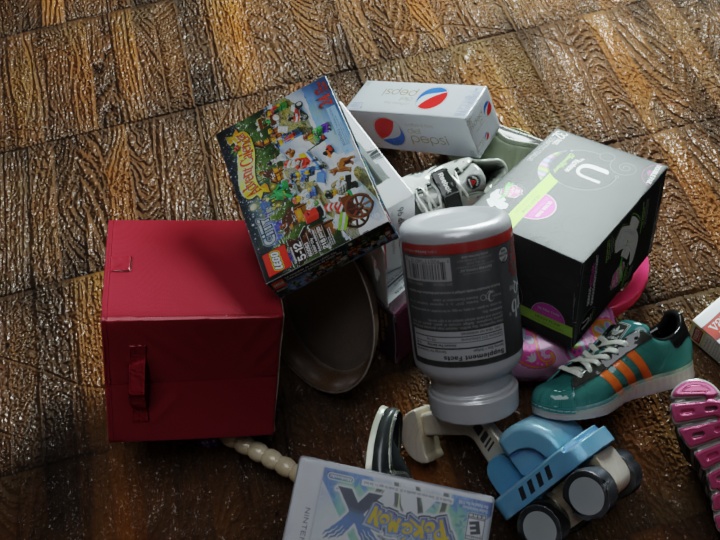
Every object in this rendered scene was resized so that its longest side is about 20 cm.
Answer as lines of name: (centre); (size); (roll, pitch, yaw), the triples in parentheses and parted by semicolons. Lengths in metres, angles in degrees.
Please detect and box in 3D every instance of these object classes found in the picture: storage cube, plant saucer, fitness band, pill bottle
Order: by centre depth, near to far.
pill bottle: (0.105, 0.044, 0.938); (0.114, 0.203, 0.116); (-7, 15, 2)
storage cube: (-0.183, 0.060, 0.998); (0.177, 0.173, 0.201); (0, 36, -11)
plant saucer: (-0.044, 0.038, 1.045); (0.032, 0.202, 0.200); (-20, 52, -40)
fitness band: (0.265, -0.024, 1.144); (0.142, 0.038, 0.201); (-28, 57, -10)

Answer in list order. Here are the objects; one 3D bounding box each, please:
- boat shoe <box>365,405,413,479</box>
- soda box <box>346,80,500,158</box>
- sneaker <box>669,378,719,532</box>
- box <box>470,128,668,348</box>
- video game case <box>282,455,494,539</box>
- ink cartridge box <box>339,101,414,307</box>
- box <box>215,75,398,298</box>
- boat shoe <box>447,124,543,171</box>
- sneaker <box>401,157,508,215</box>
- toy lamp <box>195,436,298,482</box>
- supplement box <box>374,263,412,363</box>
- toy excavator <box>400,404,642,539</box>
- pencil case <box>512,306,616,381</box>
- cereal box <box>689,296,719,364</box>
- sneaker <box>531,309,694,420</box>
boat shoe: (0.037, 0.240, 0.958); (0.067, 0.072, 0.203); (-3, 65, 13)
soda box: (0.079, -0.201, 1.219); (0.198, 0.068, 0.064); (13, 55, 39)
sneaker: (0.381, 0.206, 0.955); (0.073, 0.087, 0.202); (-28, 77, 15)
box: (0.226, -0.042, 1.031); (0.147, 0.125, 0.200); (25, 48, 30)
video game case: (0.018, 0.291, 0.893); (0.197, 0.022, 0.185); (11, 78, 4)
ink cartridge box: (0.004, -0.072, 1.014); (0.067, 0.117, 0.201); (-27, 58, -13)
box: (-0.059, -0.089, 0.947); (0.135, 0.038, 0.202); (-26, 59, 6)
boat shoe: (0.192, -0.154, 1.223); (0.200, 0.073, 0.060); (28, 18, 34)
sneaker: (0.104, -0.100, 1.130); (0.199, 0.088, 0.075); (-29, 91, -40)
toy lamp: (-0.084, 0.210, 1.002); (0.198, 0.059, 0.058); (26, 61, 21)
supplement box: (0.000, 0.000, 1.102); (0.085, 0.111, 0.199); (-40, 62, -22)
toy excavator: (0.157, 0.188, 0.952); (0.099, 0.195, 0.201); (-5, 56, -54)
pencil case: (0.195, 0.092, 1.043); (0.197, 0.088, 0.088); (-4, 55, 1)
cereal box: (0.493, 0.090, 1.042); (0.143, 0.040, 0.200); (-35, 60, -18)
sneaker: (0.259, 0.094, 0.958); (0.198, 0.081, 0.071); (-15, 13, -22)
